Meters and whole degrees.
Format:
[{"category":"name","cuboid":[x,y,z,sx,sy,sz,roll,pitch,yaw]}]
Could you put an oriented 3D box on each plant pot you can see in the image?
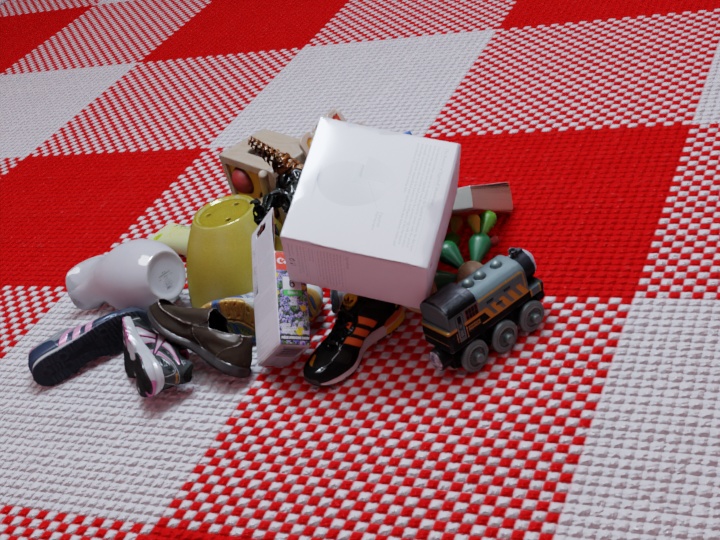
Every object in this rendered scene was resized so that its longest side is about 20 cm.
[{"category":"plant pot","cuboid":[-0.198,-0.034,1.806,0.198,0.143,0.201,-13,30,8]}]

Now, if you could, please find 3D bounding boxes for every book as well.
[{"category":"book","cuboid":[0.144,-0.104,1.758,0.133,0.049,0.200,-7,1,24]}]

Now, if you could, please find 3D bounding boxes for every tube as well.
[{"category":"tube","cuboid":[-0.307,-0.052,1.985,0.058,0.052,0.199,12,0,-43]}]

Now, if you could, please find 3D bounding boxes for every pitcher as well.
[{"category":"pitcher","cuboid":[-0.364,0.000,1.866,0.199,0.122,0.171,-4,28,43]}]

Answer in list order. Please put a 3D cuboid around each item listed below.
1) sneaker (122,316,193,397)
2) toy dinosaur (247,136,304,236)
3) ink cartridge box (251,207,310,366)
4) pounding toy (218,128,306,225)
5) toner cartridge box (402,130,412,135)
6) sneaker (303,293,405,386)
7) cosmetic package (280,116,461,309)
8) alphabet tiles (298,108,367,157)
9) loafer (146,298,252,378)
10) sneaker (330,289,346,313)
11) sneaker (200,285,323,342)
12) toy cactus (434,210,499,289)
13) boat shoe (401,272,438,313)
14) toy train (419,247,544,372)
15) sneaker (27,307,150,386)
[{"category":"sneaker","cuboid":[-0.300,0.129,1.680,0.086,0.081,0.200,-5,27,-22]},{"category":"toy dinosaur","cuboid":[-0.107,-0.119,1.752,0.102,0.199,0.136,-49,9,45]},{"category":"ink cartridge box","cuboid":[-0.114,0.025,1.600,0.050,0.109,0.202,4,69,-21]},{"category":"pounding toy","cuboid":[-0.143,-0.134,1.898,0.142,0.185,0.199,-35,35,-27]},{"category":"toner cartridge box","cuboid":[0.037,-0.149,1.900,0.043,0.095,0.200,-16,19,45]},{"category":"sneaker","cuboid":[-0.018,0.076,1.588,0.070,0.091,0.200,13,41,40]},{"category":"cosmetic package","cuboid":[0.018,-0.077,1.528,0.198,0.123,0.201,12,62,10]},{"category":"alphabet tiles","cuboid":[-0.024,-0.160,1.883,0.015,0.196,0.200,-14,24,45]},{"category":"loafer","cuboid":[-0.226,0.085,1.652,0.199,0.072,0.073,28,7,26]},{"category":"sneaker","cuboid":[0.000,0.000,1.742,0.086,0.075,0.201,1,37,2]},{"category":"sneaker","cuboid":[-0.149,0.062,1.716,0.198,0.076,0.088,-9,14,10]},{"category":"toy cactus","cuboid":[0.139,-0.005,1.667,0.199,0.103,0.165,-28,51,-22]},{"category":"boat shoe","cuboid":[0.050,-0.025,1.595,0.073,0.063,0.200,-15,55,-34]},{"category":"toy train","cuboid":[0.166,0.051,1.514,0.199,0.115,0.085,-32,34,-24]},{"category":"sneaker","cuboid":[-0.428,0.102,1.769,0.199,0.071,0.082,-25,34,-17]}]
